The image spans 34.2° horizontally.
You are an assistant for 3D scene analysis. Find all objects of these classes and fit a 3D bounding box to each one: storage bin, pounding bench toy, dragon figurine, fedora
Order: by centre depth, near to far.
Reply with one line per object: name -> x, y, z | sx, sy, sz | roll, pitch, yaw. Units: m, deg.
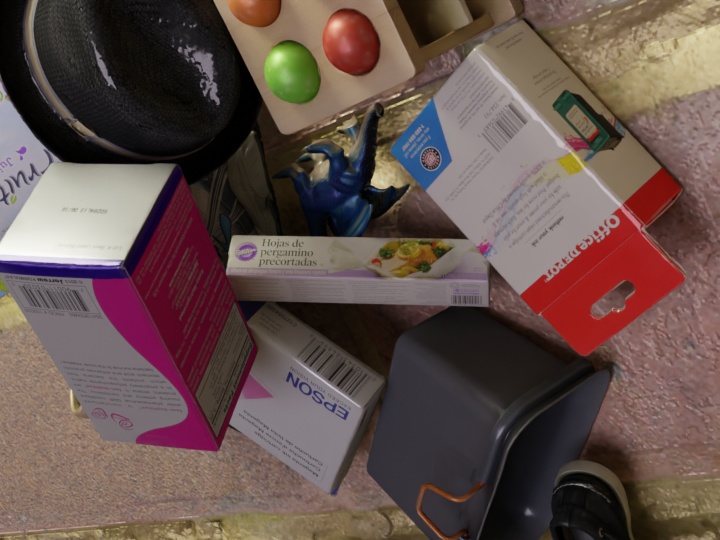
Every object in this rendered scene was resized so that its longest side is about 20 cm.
fedora -> -0.144, -0.148, 0.786 | 0.092, 0.200, 0.201 | 14, 128, 64
pounding bench toy -> -0.028, -0.172, 0.790 | 0.200, 0.156, 0.124 | -18, 103, 44
dragon figurine -> -0.004, -0.060, 0.906 | 0.100, 0.059, 0.200 | 53, 140, -3
storage bin -> 0.080, 0.133, 0.911 | 0.134, 0.145, 0.200 | 36, 134, 30

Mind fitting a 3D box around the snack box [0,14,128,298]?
snack box -> -0.280, -0.076, 0.870 | 0.200, 0.068, 0.169 | -30, 112, 17

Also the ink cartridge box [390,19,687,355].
ink cartridge box -> 0.130, -0.054, 0.796 | 0.200, 0.067, 0.116 | 48, 136, 5

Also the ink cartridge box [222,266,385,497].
ink cartridge box -> -0.088, 0.101, 0.984 | 0.196, 0.043, 0.200 | 33, 140, 12

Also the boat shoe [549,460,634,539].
boat shoe -> 0.193, 0.241, 0.908 | 0.074, 0.066, 0.200 | -1, 125, 30

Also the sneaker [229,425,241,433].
sneaker -> -0.106, 0.085, 1.078 | 0.115, 0.075, 0.200 | 38, 144, 8

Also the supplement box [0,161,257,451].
supplement box -> -0.157, 0.029, 0.826 | 0.101, 0.104, 0.200 | 3, 137, 19

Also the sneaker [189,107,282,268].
sneaker -> -0.111, -0.049, 0.949 | 0.086, 0.078, 0.200 | -11, 132, -1

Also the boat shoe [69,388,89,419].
boat shoe -> -0.228, 0.033, 1.027 | 0.072, 0.065, 0.201 | -25, 64, 47

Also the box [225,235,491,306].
box -> 0.000, 0.000, 0.886 | 0.199, 0.039, 0.041 | 1, 148, 8
